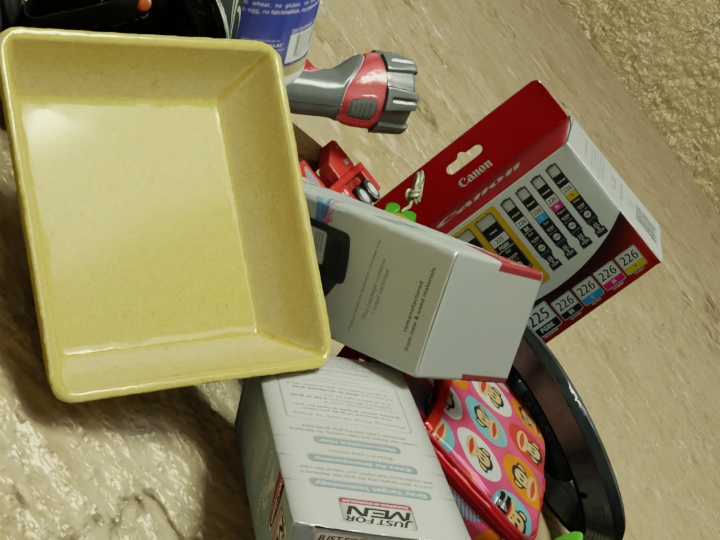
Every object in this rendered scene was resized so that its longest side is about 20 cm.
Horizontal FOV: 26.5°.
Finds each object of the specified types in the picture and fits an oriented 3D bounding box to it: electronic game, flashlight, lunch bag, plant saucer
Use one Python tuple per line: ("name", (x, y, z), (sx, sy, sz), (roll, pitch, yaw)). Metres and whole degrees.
("electronic game", (0.155, 0.130, 1.224), (0.200, 0.041, 0.202), (90, -26, -68))
("flashlight", (-0.053, -0.150, 1.205), (0.197, 0.068, 0.069), (5, 79, -24))
("lunch bag", (0.051, 0.113, 1.095), (0.176, 0.082, 0.200), (46, 19, -8))
("plant saucer", (-0.118, -0.031, 0.875), (0.198, 0.048, 0.203), (-4, 81, -44))

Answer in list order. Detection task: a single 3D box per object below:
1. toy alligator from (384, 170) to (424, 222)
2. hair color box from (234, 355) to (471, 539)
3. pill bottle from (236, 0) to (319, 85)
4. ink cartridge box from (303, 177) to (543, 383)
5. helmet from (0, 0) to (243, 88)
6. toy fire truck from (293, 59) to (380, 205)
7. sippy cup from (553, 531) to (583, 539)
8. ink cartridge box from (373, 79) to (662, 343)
("toy alligator", (0.014, -0.022, 1.243), (0.053, 0.060, 0.201), (9, 39, 5))
("hair color box", (-0.010, 0.118, 0.862), (0.098, 0.061, 0.200), (9, 21, -14))
("pill bottle", (-0.077, -0.243, 1.090), (0.118, 0.202, 0.120), (11, 31, -7))
("ink cartridge box", (0.000, 0.000, 1.022), (0.198, 0.084, 0.145), (22, 6, 29))
("helmet", (-0.163, -0.200, 0.971), (0.199, 0.199, 0.192), (33, 33, -42))
("toy fire truck", (-0.049, -0.096, 1.252), (0.142, 0.049, 0.200), (51, 21, -3))
("sippy cup", (0.193, 0.271, 1.064), (0.177, 0.130, 0.140), (38, 24, -33))
("ink cartridge box", (0.127, -0.031, 1.306), (0.176, 0.199, 0.084), (48, 22, -10))
